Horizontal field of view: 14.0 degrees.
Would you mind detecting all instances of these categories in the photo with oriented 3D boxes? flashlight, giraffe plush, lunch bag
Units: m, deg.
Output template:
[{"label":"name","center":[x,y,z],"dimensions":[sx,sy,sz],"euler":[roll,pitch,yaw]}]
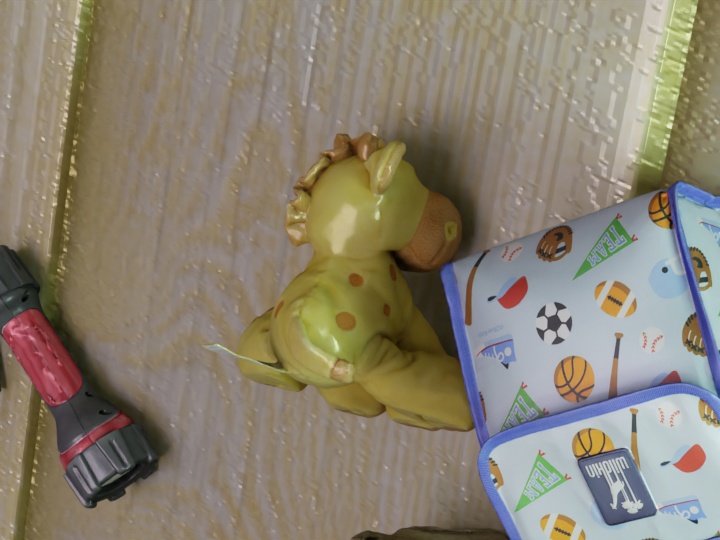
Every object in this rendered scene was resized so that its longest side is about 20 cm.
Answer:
[{"label":"flashlight","center":[-0.224,0.074,2.125],"dimensions":[0.200,0.068,0.068],"euler":[56,131,13]},{"label":"giraffe plush","center":[0.000,0.000,1.867],"dimensions":[0.172,0.200,0.163],"euler":[9,79,42]},{"label":"lunch bag","center":[0.154,0.070,1.711],"dimensions":[0.169,0.124,0.201],"euler":[-18,75,29]}]

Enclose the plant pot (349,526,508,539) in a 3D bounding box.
[{"label":"plant pot","center":[0.054,0.263,1.872],"dimensions":[0.200,0.200,0.184],"euler":[7,95,40]}]
